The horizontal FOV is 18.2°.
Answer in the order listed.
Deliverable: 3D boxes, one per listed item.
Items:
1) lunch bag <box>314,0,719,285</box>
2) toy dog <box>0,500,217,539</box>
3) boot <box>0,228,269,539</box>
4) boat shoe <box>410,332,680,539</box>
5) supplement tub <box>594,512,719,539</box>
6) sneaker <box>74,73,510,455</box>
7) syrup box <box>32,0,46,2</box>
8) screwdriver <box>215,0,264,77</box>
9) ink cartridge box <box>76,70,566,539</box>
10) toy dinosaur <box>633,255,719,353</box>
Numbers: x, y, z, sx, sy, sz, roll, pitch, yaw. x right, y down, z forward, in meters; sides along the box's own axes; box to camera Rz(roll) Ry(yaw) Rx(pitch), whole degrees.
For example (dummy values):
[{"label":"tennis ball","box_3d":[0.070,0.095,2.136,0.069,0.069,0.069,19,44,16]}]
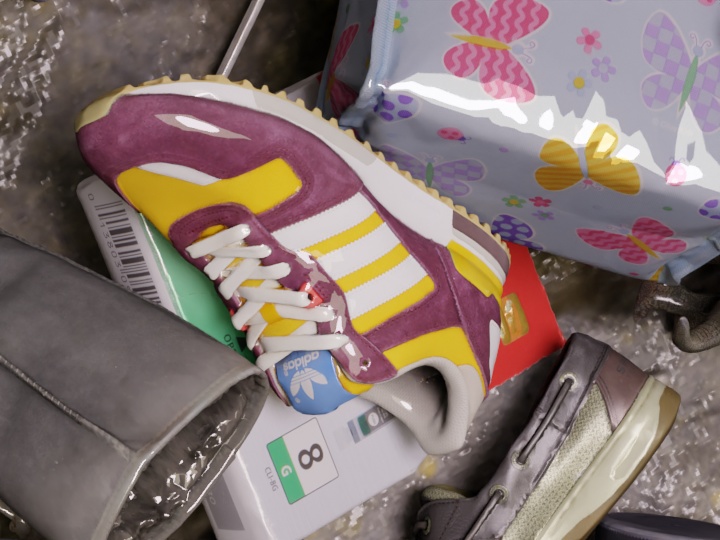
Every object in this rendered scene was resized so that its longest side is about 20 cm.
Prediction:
[{"label":"lunch bag","box_3d":[0.080,-0.118,0.874,0.169,0.127,0.201,17,67,-10]},{"label":"toy dog","box_3d":[-0.081,0.154,0.894,0.199,0.132,0.097,14,102,-16]},{"label":"boot","box_3d":[-0.160,0.051,0.833,0.200,0.073,0.182,39,81,18]},{"label":"boat shoe","box_3d":[0.054,0.114,0.967,0.066,0.072,0.201,40,92,6]},{"label":"supplement tub","box_3d":[0.125,0.210,0.974,0.107,0.107,0.201,5,93,-19]},{"label":"sneaker","box_3d":[-0.022,0.001,0.822,0.200,0.075,0.090,25,62,-34]},{"label":"syrup box","box_3d":[-0.121,-0.212,0.872,0.079,0.081,0.201,22,88,-17]},{"label":"screwdriver","box_3d":[-0.032,-0.124,0.935,0.029,0.028,0.201,20,84,10]},{"label":"ink cartridge box","box_3d":[0.000,0.000,0.913,0.200,0.050,0.161,-27,101,-32]},{"label":"toy dinosaur","box_3d":[0.177,0.006,0.963,0.102,0.200,0.077,1,82,21]}]
